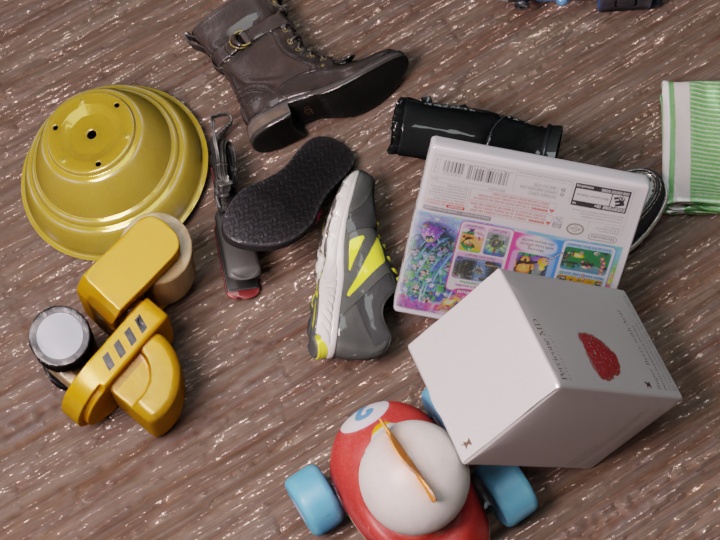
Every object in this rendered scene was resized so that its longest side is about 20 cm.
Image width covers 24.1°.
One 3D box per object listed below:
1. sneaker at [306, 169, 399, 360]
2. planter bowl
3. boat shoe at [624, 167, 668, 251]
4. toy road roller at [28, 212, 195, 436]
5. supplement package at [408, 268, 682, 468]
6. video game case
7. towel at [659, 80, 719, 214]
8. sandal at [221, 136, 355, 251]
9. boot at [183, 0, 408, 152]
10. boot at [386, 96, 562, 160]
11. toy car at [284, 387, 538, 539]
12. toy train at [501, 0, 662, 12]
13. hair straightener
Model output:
[{"bbox_3d":[0.000,0.000,1.614,0.084,0.075,0.202,13,65,-8],"label":"sneaker"},{"bbox_3d":[-0.257,-0.118,1.679,0.198,0.084,0.203,-4,65,9],"label":"planter bowl"},{"bbox_3d":[0.205,-0.039,1.597,0.199,0.060,0.074,-30,65,-3],"label":"boat shoe"},{"bbox_3d":[-0.204,0.062,1.576,0.146,0.123,0.200,39,76,8],"label":"toy road roller"},{"bbox_3d":[0.161,0.089,1.454,0.120,0.199,0.122,-41,60,29],"label":"supplement package"},{"bbox_3d":[0.142,-0.023,1.523,0.197,0.184,0.024,10,35,-4],"label":"video game case"},{"bbox_3d":[0.393,-0.122,1.643,0.197,0.023,0.154,0,64,7],"label":"towel"},{"bbox_3d":[-0.067,-0.064,1.635,0.075,0.045,0.200,33,41,10],"label":"sandal"},{"bbox_3d":[-0.068,-0.230,1.725,0.198,0.069,0.175,-24,64,-3],"label":"boot"},{"bbox_3d":[0.106,-0.121,1.591,0.160,0.198,0.074,13,100,2],"label":"boot"},{"bbox_3d":[0.038,0.170,1.445,0.183,0.201,0.178,-31,64,-9],"label":"toy car"},{"bbox_3d":[0.222,-0.325,1.729,0.197,0.087,0.116,-2,70,6],"label":"toy train"},{"bbox_3d":[-0.124,-0.076,1.654,0.040,0.077,0.202,-2,61,-9],"label":"hair straightener"}]
